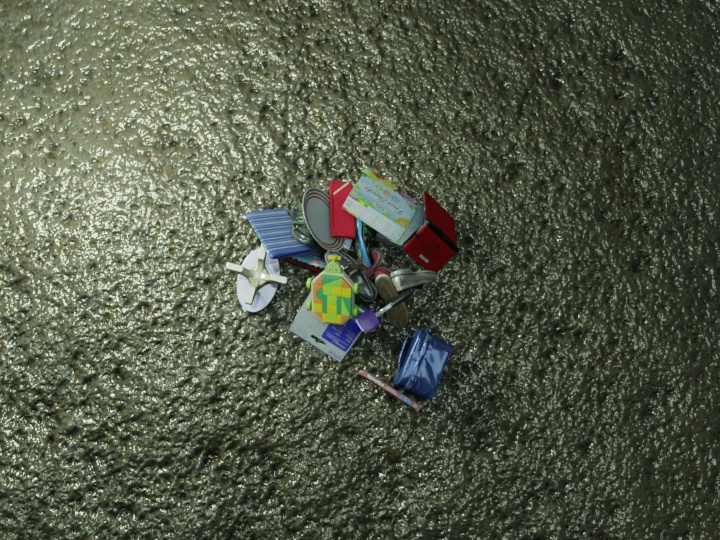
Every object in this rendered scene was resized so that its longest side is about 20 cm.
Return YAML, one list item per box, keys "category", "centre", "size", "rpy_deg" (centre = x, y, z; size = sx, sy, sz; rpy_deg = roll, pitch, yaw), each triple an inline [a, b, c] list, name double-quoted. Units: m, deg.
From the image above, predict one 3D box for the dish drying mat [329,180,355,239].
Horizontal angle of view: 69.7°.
- category: "dish drying mat"
  centre: [-0.055, -0.187, 1.566]
  size: [0.075, 0.018, 0.203]
  rpy_deg: [4, 60, -14]

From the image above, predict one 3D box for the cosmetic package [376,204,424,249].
- category: "cosmetic package"
  centre: [0.108, -0.163, 1.668]
  size: [0.197, 0.052, 0.153]
  rpy_deg: [22, 81, -4]

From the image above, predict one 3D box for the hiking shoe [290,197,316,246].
- category: "hiking shoe"
  centre: [-0.165, -0.160, 1.561]
  size: [0.075, 0.101, 0.201]
  rpy_deg: [14, 35, -29]

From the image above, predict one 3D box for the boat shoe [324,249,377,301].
- category: "boat shoe"
  centre: [-0.026, 0.010, 1.526]
  size: [0.072, 0.065, 0.200]
  rpy_deg: [-42, 87, -6]

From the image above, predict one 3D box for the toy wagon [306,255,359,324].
- category: "toy wagon"
  centre: [-0.081, 0.057, 1.489]
  size: [0.152, 0.040, 0.203]
  rpy_deg: [6, 112, 11]

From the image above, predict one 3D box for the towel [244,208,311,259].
- category: "towel"
  centre: [-0.249, -0.112, 1.561]
  size: [0.143, 0.024, 0.201]
  rpy_deg: [-10, 51, -37]

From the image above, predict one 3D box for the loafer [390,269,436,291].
- category: "loafer"
  centre: [0.168, 0.036, 1.600]
  size: [0.198, 0.071, 0.064]
  rpy_deg: [4, 70, -45]

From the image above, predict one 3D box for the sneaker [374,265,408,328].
- category: "sneaker"
  centre: [0.096, 0.077, 1.624]
  size: [0.070, 0.113, 0.202]
  rpy_deg: [-20, 117, 7]

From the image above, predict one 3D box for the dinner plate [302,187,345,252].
- category: "dinner plate"
  centre: [-0.111, -0.148, 1.529]
  size: [0.024, 0.199, 0.203]
  rpy_deg: [-20, 83, 28]

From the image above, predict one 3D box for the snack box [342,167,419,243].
- category: "snack box"
  centre: [0.065, -0.199, 1.569]
  size: [0.198, 0.068, 0.169]
  rpy_deg: [32, 43, -1]

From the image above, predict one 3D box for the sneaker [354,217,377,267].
- category: "sneaker"
  centre: [0.023, -0.111, 1.581]
  size: [0.081, 0.071, 0.203]
  rpy_deg: [-2, 75, -15]

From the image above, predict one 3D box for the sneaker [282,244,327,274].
- category: "sneaker"
  centre: [-0.157, -0.055, 1.606]
  size: [0.197, 0.079, 0.097]
  rpy_deg: [22, 77, -4]

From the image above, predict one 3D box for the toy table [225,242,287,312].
- category: "toy table"
  centre: [-0.308, 0.020, 1.556]
  size: [0.180, 0.117, 0.204]
  rpy_deg: [3, 80, -7]

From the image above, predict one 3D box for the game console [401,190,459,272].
- category: "game console"
  centre: [0.217, -0.116, 1.632]
  size: [0.172, 0.199, 0.119]
  rpy_deg: [-45, 44, 12]

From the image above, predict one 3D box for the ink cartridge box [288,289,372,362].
- category: "ink cartridge box"
  centre: [-0.092, 0.152, 1.574]
  size: [0.197, 0.043, 0.201]
  rpy_deg: [33, 113, -3]

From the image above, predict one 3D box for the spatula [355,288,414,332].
- category: "spatula"
  centre: [0.078, 0.111, 1.522]
  size: [0.198, 0.021, 0.057]
  rpy_deg: [-33, 85, -8]

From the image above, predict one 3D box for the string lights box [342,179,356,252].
- category: "string lights box"
  centre: [-0.049, -0.173, 1.645]
  size: [0.101, 0.059, 0.203]
  rpy_deg: [22, 79, -6]

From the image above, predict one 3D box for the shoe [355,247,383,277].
- category: "shoe"
  centre: [0.000, 0.000, 1.609]
  size: [0.200, 0.091, 0.072]
  rpy_deg: [-42, 88, -11]

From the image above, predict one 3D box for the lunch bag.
- category: "lunch bag"
  centre: [0.181, 0.273, 1.568]
  size: [0.131, 0.136, 0.203]
  rpy_deg: [23, 79, -3]

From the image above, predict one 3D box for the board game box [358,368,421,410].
- category: "board game box"
  centre: [0.086, 0.359, 1.560]
  size: [0.198, 0.103, 0.020]
  rpy_deg: [33, 78, -2]
